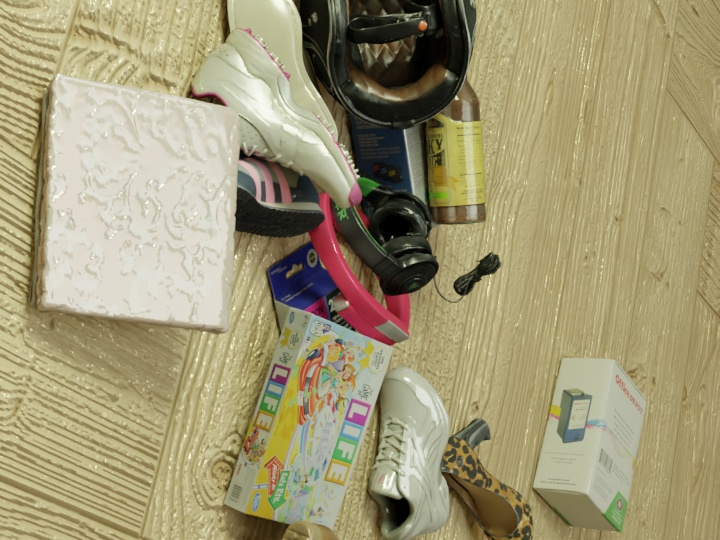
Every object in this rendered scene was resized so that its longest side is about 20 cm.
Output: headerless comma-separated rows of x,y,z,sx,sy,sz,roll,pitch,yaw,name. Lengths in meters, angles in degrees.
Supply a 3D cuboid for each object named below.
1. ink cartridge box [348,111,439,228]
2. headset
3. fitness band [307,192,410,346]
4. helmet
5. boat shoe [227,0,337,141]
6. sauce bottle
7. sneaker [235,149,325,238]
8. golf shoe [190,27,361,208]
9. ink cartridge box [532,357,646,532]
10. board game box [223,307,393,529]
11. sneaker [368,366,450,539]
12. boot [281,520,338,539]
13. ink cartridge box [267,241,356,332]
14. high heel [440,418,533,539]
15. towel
0.055,-0.152,1.671,0.136,0.076,0.203,-27,114,-54,ink cartridge box
0.055,-0.033,1.563,0.199,0.094,0.124,37,30,-33,headset
0.000,0.000,1.573,0.200,0.037,0.145,43,27,-51,fitness band
0.027,-0.259,1.508,0.192,0.198,0.201,-101,165,-52,helmet
-0.080,-0.201,1.470,0.060,0.071,0.202,-162,-132,-81,boat shoe
0.101,-0.152,1.619,0.064,0.064,0.203,-9,96,-57,sauce bottle
-0.117,-0.087,1.430,0.199,0.070,0.083,15,52,-54,sneaker
-0.079,-0.129,1.407,0.091,0.075,0.201,-39,90,-6,golf shoe
0.322,0.240,2.072,0.145,0.087,0.202,45,55,-48,ink cartridge box
-0.049,0.152,1.486,0.134,0.034,0.202,24,83,-48,board game box
0.048,0.210,1.657,0.099,0.077,0.203,-21,106,-52,sneaker
-0.072,0.351,1.471,0.201,0.072,0.167,-58,153,-15,boot
-0.041,0.077,1.558,0.095,0.037,0.202,-34,116,-53,ink cartridge box
0.144,0.290,1.796,0.142,0.071,0.202,-23,93,-62,high heel
-0.189,-0.054,1.278,0.189,0.032,0.203,8,81,-36,towel
